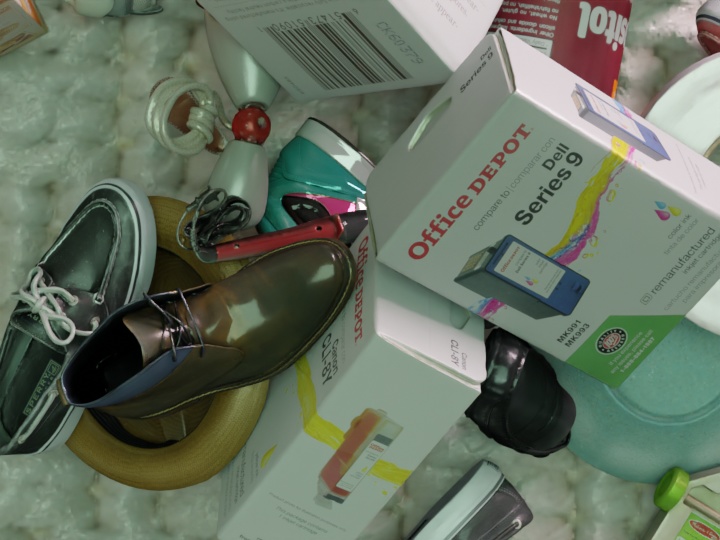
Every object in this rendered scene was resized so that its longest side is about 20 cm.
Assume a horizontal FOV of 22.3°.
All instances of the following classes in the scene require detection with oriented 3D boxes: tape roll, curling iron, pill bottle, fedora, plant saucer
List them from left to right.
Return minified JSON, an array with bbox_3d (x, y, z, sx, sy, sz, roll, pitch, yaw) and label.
[{"bbox_3d":[-0.133,0.050,1.265,0.200,0.082,0.202,-1,88,22],"label":"fedora"},{"bbox_3d":[-0.025,-0.035,1.218,0.199,0.026,0.050,-4,99,-19],"label":"curling iron"},{"bbox_3d":[0.126,-0.152,1.273,0.112,0.113,0.201,11,90,-2],"label":"pill bottle"},{"bbox_3d":[0.220,0.056,1.312,0.200,0.039,0.202,0,91,-2],"label":"plant saucer"},{"bbox_3d":[0.277,-0.054,1.241,0.201,0.071,0.203,1,97,8],"label":"tape roll"}]

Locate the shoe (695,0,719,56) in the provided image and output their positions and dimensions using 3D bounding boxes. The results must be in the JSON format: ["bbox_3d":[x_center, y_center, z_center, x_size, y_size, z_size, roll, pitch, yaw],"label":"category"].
[{"bbox_3d":[0.297,-0.098,1.299,0.200,0.071,0.091,42,85,-5],"label":"shoe"}]

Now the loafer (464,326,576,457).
[{"bbox_3d":[0.112,0.086,1.227,0.070,0.201,0.068,22,80,14],"label":"loafer"}]

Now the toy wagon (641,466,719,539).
[{"bbox_3d":[0.275,0.202,1.311,0.155,0.040,0.200,32,89,-5],"label":"toy wagon"}]

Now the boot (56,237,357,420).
[{"bbox_3d":[-0.098,0.042,1.151,0.200,0.097,0.075,-33,77,21],"label":"boot"}]

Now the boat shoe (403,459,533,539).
[{"bbox_3d":[0.044,0.226,1.296,0.066,0.070,0.200,43,81,0],"label":"boat shoe"}]

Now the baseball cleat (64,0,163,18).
[{"bbox_3d":[-0.168,-0.280,1.291,0.106,0.070,0.201,-3,100,-9],"label":"baseball cleat"}]

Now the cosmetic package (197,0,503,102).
[{"bbox_3d":[0.004,-0.241,1.186,0.165,0.164,0.200,43,61,-33],"label":"cosmetic package"}]

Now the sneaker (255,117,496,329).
[{"bbox_3d":[0.000,0.000,1.280,0.200,0.084,0.121,41,84,6],"label":"sneaker"}]

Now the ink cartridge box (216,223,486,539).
[{"bbox_3d":[-0.008,0.083,1.205,0.083,0.145,0.200,28,120,-17],"label":"ink cartridge box"}]

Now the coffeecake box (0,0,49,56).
[{"bbox_3d":[-0.285,-0.223,1.213,0.073,0.200,0.154,-27,91,-2],"label":"coffeecake box"}]

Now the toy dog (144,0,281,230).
[{"bbox_3d":[-0.095,-0.133,1.271,0.132,0.096,0.201,42,62,-35],"label":"toy dog"}]

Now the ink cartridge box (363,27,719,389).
[{"bbox_3d":[0.123,-0.036,1.145,0.200,0.088,0.145,30,117,-22],"label":"ink cartridge box"}]

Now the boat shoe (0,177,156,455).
[{"bbox_3d":[-0.201,0.031,1.210,0.073,0.068,0.200,33,101,19],"label":"boat shoe"}]
